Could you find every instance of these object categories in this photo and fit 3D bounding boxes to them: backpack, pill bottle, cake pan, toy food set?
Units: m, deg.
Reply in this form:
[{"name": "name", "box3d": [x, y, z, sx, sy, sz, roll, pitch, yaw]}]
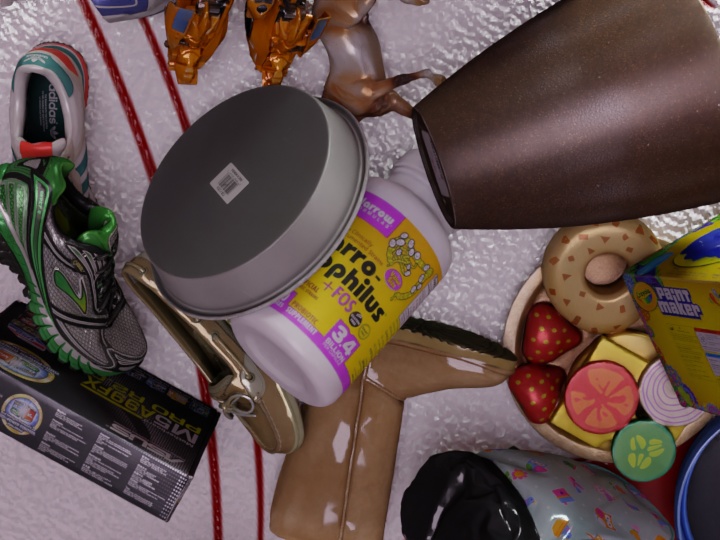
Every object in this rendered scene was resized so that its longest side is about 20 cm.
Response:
[{"name": "backpack", "box3d": [0.147, 0.218, 1.099, 0.199, 0.167, 0.127, 17, 119, -35]}, {"name": "pill bottle", "box3d": [0.000, 0.000, 1.071, 0.104, 0.104, 0.200, 44, 70, -7]}, {"name": "cake pan", "box3d": [-0.087, -0.058, 1.053, 0.200, 0.201, 0.037, -36, 135, 9]}, {"name": "toy food set", "box3d": [0.215, 0.064, 1.134, 0.197, 0.049, 0.201, 28, 101, -4]}]

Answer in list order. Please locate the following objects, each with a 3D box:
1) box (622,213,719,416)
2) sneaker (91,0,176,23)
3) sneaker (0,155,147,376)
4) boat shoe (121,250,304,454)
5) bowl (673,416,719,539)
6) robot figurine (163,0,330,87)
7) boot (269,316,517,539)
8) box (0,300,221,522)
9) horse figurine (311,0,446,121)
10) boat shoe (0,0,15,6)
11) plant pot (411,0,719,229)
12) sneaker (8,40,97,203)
[{"name": "box", "box3d": [0.333, 0.013, 1.016, 0.192, 0.200, 0.123, -29, 99, -14]}, {"name": "sneaker", "box3d": [-0.121, -0.264, 1.038, 0.198, 0.115, 0.081, -21, 82, 4]}, {"name": "sneaker", "box3d": [-0.214, 0.001, 1.066, 0.084, 0.078, 0.201, -14, 127, 19]}, {"name": "boat shoe", "box3d": [-0.117, 0.068, 1.125, 0.063, 0.073, 0.202, -33, 98, -32]}, {"name": "bowl", "box3d": [0.354, 0.191, 1.153, 0.198, 0.039, 0.203, 0, 104, -2]}, {"name": "robot figurine", "box3d": [-0.075, -0.201, 1.010, 0.144, 0.200, 0.059, 0, 70, -17]}, {"name": "boot", "box3d": [0.026, 0.139, 1.152, 0.174, 0.066, 0.202, 14, 102, 13]}, {"name": "box", "box3d": [-0.215, 0.106, 1.103, 0.199, 0.160, 0.045, 29, 101, -3]}, {"name": "horse figurine", "box3d": [0.007, -0.176, 1.079, 0.132, 0.050, 0.202, 1, 111, 34]}, {"name": "boat shoe", "box3d": [-0.355, -0.211, 1.089, 0.198, 0.072, 0.066, 3, 106, 2]}, {"name": "plant pot", "box3d": [0.144, -0.107, 1.014, 0.198, 0.187, 0.189, -19, 101, -4]}, {"name": "sneaker", "box3d": [-0.248, -0.077, 1.100, 0.070, 0.093, 0.202, 1, 102, 2]}]
